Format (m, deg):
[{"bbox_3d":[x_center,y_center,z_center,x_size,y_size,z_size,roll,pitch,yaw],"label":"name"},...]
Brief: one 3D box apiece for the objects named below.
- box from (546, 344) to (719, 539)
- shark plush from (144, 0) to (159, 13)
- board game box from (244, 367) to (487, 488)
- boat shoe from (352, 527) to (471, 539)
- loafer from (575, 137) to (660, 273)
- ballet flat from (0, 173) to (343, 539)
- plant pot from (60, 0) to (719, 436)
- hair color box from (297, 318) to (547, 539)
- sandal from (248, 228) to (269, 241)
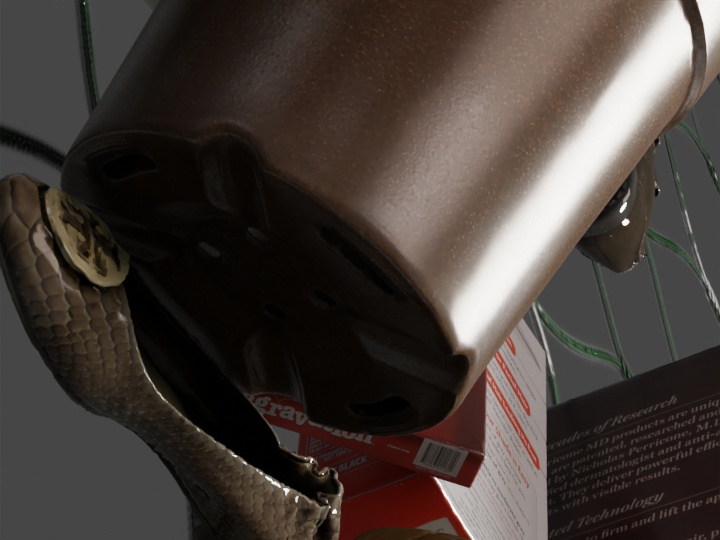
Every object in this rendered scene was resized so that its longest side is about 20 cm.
[{"bbox_3d":[0.163,0.155,1.167,0.166,0.164,0.200,57,27,-21],"label":"box"},{"bbox_3d":[-0.050,-0.138,1.032,0.200,0.083,0.091,-3,73,-73],"label":"shark plush"},{"bbox_3d":[0.000,0.000,1.033,0.103,0.019,0.200,19,34,-10],"label":"board game box"},{"bbox_3d":[0.000,0.151,0.882,0.200,0.074,0.069,-38,134,-64],"label":"boat shoe"},{"bbox_3d":[0.147,-0.071,1.629,0.200,0.073,0.071,-77,149,-48],"label":"loafer"},{"bbox_3d":[-0.058,0.037,0.868,0.067,0.046,0.200,-92,156,-48],"label":"ballet flat"},{"bbox_3d":[0.014,-0.065,0.892,0.198,0.200,0.200,-58,134,-28],"label":"plant pot"},{"bbox_3d":[0.027,0.064,1.083,0.111,0.064,0.200,58,21,-29],"label":"hair color box"},{"bbox_3d":[-0.007,-0.052,1.021,0.082,0.050,0.202,44,31,23],"label":"sandal"}]
